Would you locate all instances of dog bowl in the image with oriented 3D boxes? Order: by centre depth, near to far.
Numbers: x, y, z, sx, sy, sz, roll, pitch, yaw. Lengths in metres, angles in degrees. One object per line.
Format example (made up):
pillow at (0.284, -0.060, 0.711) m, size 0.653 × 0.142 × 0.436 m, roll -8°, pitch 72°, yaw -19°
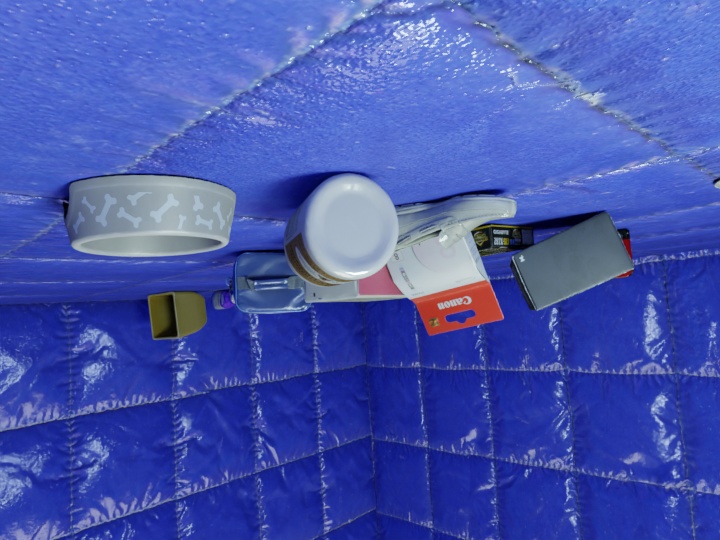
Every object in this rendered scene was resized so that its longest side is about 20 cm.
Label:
dog bowl at (-0.243, -0.057, 0.610) m, size 0.194 × 0.061 × 0.200 m, roll -5°, pitch 176°, yaw 0°

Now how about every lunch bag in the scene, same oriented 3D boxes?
lunch bag at (-0.206, 0.027, 1.178) m, size 0.194 × 0.140 × 0.132 m, roll -2°, pitch 175°, yaw -16°

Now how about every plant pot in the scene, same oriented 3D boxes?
plant pot at (-0.800, 0.191, 2.325) m, size 0.191 × 0.201 × 0.198 m, roll -7°, pitch 180°, yaw 33°

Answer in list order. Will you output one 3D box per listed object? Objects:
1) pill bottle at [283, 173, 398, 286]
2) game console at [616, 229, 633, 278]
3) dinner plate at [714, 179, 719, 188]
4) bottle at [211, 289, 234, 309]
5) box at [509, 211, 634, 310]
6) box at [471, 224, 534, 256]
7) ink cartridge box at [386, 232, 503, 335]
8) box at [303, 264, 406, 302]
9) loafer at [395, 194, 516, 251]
pill bottle at (-0.037, -0.039, 0.655) m, size 0.111 × 0.118 × 0.199 m, roll -3°, pitch 175°, yaw -19°
game console at (0.590, -0.032, 1.341) m, size 0.195 × 0.123 × 0.171 m, roll -6°, pitch 175°, yaw 28°
dinner plate at (0.619, -0.133, 0.738) m, size 0.194 × 0.025 × 0.200 m, roll -3°, pitch 175°, yaw 0°
bottle at (-0.619, 0.133, 2.398) m, size 0.064 × 0.086 × 0.197 m, roll 0°, pitch 174°, yaw -42°
box at (0.422, -0.011, 1.076) m, size 0.196 × 0.127 × 0.196 m, roll -26°, pitch 169°, yaw 13°
box at (0.252, -0.058, 1.141) m, size 0.157 × 0.051 × 0.197 m, roll -4°, pitch 176°, yaw -39°
ink cartridge box at (0.138, 0.017, 0.901) m, size 0.160 × 0.205 × 0.057 m, roll -17°, pitch -172°, yaw 36°
box at (0.000, 0.000, 0.976) m, size 0.125 × 0.113 × 0.198 m, roll -7°, pitch 174°, yaw 34°
loafer at (0.130, -0.067, 0.761) m, size 0.195 × 0.072 × 0.069 m, roll -7°, pitch 175°, yaw 29°
